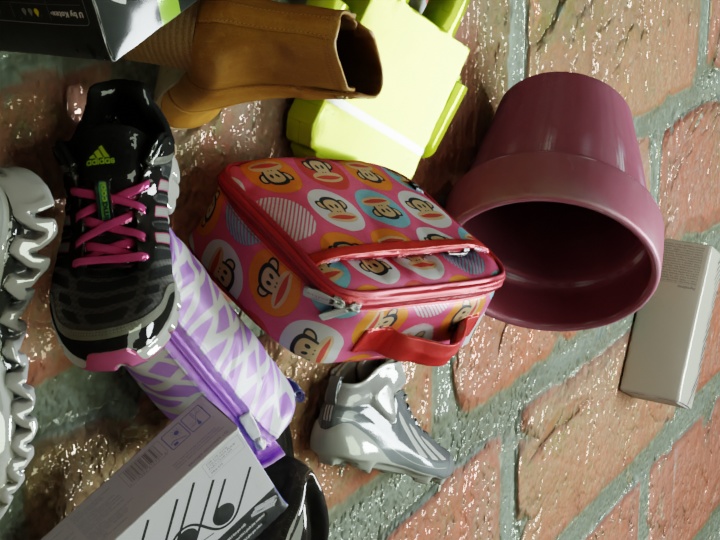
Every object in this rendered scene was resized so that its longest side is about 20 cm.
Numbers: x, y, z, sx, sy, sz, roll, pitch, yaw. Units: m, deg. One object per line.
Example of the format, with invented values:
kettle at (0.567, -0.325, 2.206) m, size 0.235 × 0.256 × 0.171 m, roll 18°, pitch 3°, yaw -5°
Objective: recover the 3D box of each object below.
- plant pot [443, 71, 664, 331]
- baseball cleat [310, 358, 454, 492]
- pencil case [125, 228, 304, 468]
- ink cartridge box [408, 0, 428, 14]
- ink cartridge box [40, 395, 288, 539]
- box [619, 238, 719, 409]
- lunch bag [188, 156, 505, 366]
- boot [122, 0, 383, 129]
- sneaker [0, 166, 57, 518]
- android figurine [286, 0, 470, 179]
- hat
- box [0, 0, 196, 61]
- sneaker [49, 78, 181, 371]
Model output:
plant pot at (0.177, -0.072, 1.295) m, size 0.200 × 0.199 × 0.180 m, roll 62°, pitch 32°, yaw -47°
baseball cleat at (0.032, 0.126, 1.203) m, size 0.200 × 0.069 × 0.107 m, roll 21°, pitch 81°, yaw -60°
pencil case at (-0.112, 0.051, 0.916) m, size 0.084 × 0.086 × 0.200 m, roll -31°, pitch 135°, yaw 3°
ink cartridge box at (0.068, -0.295, 1.162) m, size 0.200 × 0.050 × 0.163 m, roll -46°, pitch 136°, yaw -40°
ink cartridge box at (-0.143, 0.178, 0.877) m, size 0.200 × 0.044 × 0.094 m, roll -42°, pitch 138°, yaw -16°
box at (0.390, 0.066, 1.789) m, size 0.068 × 0.082 × 0.201 m, roll 26°, pitch 78°, yaw -60°
lunch bag at (0.000, 0.000, 0.979) m, size 0.199 × 0.176 × 0.082 m, roll -5°, pitch 133°, yaw -49°
boot at (-0.056, -0.118, 0.864) m, size 0.201 × 0.143 × 0.071 m, roll 43°, pitch 56°, yaw -80°
sneaker at (-0.218, 0.043, 0.765) m, size 0.081 × 0.075 × 0.201 m, roll 1°, pitch 96°, yaw -46°
android figurine at (0.012, -0.138, 1.084) m, size 0.182 × 0.041 × 0.201 m, roll 22°, pitch 93°, yaw -47°
hat at (-0.071, 0.184, 1.033) m, size 0.200 × 0.081 × 0.202 m, roll -23°, pitch 117°, yaw -55°
box at (-0.154, -0.230, 0.729) m, size 0.149 × 0.124 × 0.201 m, roll -48°, pitch 136°, yaw -42°
sneaker at (-0.139, -0.034, 0.797) m, size 0.201 × 0.073 × 0.088 m, roll -91°, pitch 176°, yaw -46°
